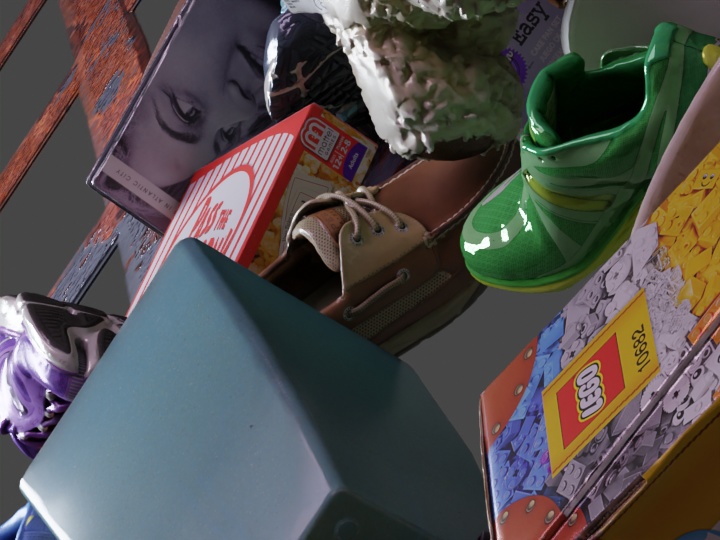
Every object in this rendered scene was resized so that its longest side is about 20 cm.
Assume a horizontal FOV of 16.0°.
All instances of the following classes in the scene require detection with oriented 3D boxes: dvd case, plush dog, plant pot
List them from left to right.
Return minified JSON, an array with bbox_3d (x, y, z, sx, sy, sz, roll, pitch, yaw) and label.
[{"bbox_3d":[-0.053,-0.096,1.464,0.016,0.148,0.201,8,66,57],"label":"dvd case"},{"bbox_3d":[-0.033,0.105,1.091,0.142,0.141,0.200,-56,27,5],"label":"plant pot"},{"bbox_3d":[0.059,-0.172,1.174,0.171,0.161,0.200,-30,-24,-22],"label":"plush dog"}]

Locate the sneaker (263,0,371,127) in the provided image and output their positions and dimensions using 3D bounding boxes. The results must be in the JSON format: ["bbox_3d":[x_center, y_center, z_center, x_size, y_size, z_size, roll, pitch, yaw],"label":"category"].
[{"bbox_3d":[-0.021,-0.129,1.384,0.077,0.087,0.200,-29,-8,11],"label":"sneaker"}]

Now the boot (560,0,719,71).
[{"bbox_3d":[0.156,-0.164,1.166,0.200,0.073,0.090,-51,10,-4],"label":"boot"}]

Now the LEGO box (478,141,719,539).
[{"bbox_3d":[0.151,0.051,0.579,0.149,0.199,0.077,-48,22,25],"label":"LEGO box"}]

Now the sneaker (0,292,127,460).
[{"bbox_3d":[-0.150,0.059,1.307,0.200,0.080,0.084,172,112,-76],"label":"sneaker"}]

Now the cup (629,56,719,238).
[{"bbox_3d":[0.186,-0.023,0.686,0.201,0.143,0.200,-52,12,16],"label":"cup"}]

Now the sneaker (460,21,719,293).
[{"bbox_3d":[0.099,-0.055,1.089,0.200,0.083,0.074,-36,28,51],"label":"sneaker"}]

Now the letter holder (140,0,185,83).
[{"bbox_3d":[-0.069,-0.182,1.733,0.142,0.100,0.201,-27,35,62],"label":"letter holder"}]

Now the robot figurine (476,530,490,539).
[{"bbox_3d":[0.044,0.170,0.902,0.200,0.058,0.145,-55,18,10],"label":"robot figurine"}]

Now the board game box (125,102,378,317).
[{"bbox_3d":[-0.078,0.023,1.336,0.151,0.046,0.201,-25,37,59],"label":"board game box"}]

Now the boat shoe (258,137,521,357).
[{"bbox_3d":[0.000,0.000,1.215,0.200,0.074,0.076,-47,41,-11],"label":"boat shoe"}]

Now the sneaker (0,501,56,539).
[{"bbox_3d":[-0.204,0.208,1.427,0.200,0.105,0.076,-55,18,9],"label":"sneaker"}]

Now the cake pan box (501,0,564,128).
[{"bbox_3d":[0.104,-0.181,1.347,0.200,0.052,0.184,-54,16,12],"label":"cake pan box"}]
